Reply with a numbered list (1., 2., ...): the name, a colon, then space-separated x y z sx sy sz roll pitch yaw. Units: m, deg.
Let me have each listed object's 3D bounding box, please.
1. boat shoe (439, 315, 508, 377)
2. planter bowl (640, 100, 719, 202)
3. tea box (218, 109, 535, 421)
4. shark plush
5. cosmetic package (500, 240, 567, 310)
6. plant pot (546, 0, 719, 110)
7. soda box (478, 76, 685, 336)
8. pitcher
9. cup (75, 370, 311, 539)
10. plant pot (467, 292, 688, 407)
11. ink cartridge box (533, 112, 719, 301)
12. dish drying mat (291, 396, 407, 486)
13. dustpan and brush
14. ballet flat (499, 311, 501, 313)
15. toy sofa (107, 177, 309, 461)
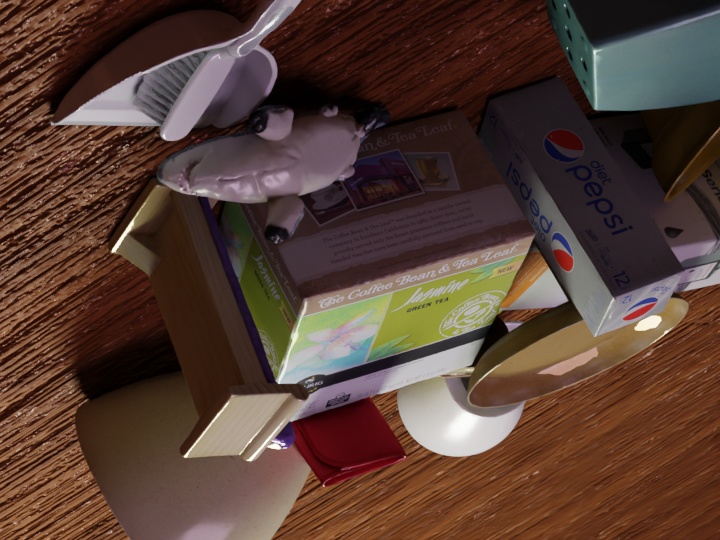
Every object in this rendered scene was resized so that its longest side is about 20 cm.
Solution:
1. boat shoe: 0.029 0.065 1.487 0.200 0.071 0.065 8 161 6
2. planter bowl: 0.282 -0.155 1.356 0.200 0.083 0.200 -44 169 -10
3. tea box: 0.000 0.000 1.337 0.200 0.134 0.197 -16 150 -23
4. shark plush: -0.049 -0.098 1.202 0.200 0.083 0.091 -40 123 -40
5. cosmetic package: 0.167 -0.021 1.539 0.200 0.071 0.101 -3 145 -43
6. plant pot: 0.237 -0.203 1.196 0.200 0.141 0.141 -22 154 -2
7. soda box: 0.169 -0.052 1.331 0.068 0.200 0.063 -20 153 -20
8. pitcher: 0.128 0.100 1.646 0.171 0.121 0.200 -26 172 -20
9. cup: -0.126 0.160 1.443 0.143 0.200 0.200 -34 154 5
10. plant pot: 0.177 0.059 1.421 0.200 0.028 0.200 -20 160 -7
11. ink cartridge box: 0.244 -0.057 1.461 0.200 0.146 0.084 -11 150 -33
12. dish drying mat: -0.041 0.094 1.403 0.077 0.200 0.018 -16 135 -22
13. dustpan and brush: -0.093 -0.135 1.077 0.139 0.057 0.200 -3 145 -42
14. ballet flat: 0.045 0.050 1.567 0.200 0.067 0.067 -20 171 -20
15. toy sofa: -0.099 0.033 1.225 0.097 0.200 0.083 3 141 -37
